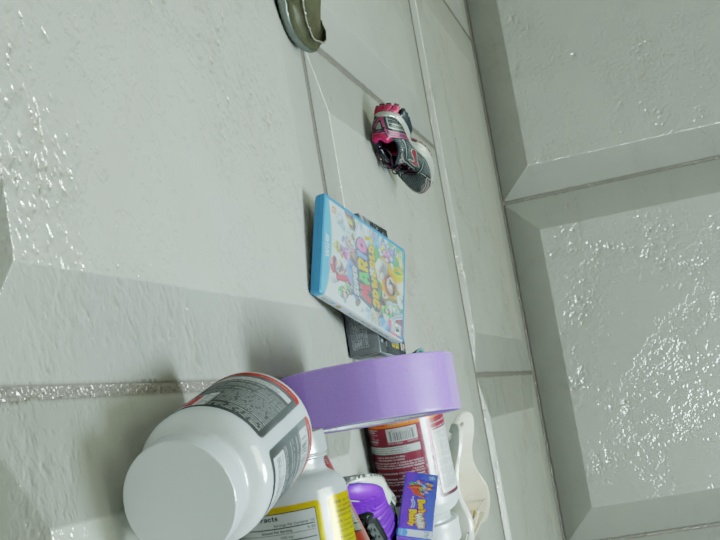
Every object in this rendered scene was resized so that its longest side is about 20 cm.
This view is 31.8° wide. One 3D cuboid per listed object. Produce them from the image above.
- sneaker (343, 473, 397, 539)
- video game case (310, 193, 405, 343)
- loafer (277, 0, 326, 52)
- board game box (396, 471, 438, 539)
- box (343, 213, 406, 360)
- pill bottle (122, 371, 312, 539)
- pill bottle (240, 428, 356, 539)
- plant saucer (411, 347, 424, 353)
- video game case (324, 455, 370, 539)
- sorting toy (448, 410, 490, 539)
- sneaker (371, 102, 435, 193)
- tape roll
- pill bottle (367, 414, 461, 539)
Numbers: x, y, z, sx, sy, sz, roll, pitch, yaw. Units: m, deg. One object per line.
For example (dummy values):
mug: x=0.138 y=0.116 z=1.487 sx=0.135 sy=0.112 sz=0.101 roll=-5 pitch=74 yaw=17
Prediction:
sneaker: x=0.006 y=0.311 z=1.535 sx=0.200 sy=0.069 sz=0.101 roll=51 pitch=33 yaw=-61
video game case: x=0.000 y=0.000 z=1.717 sx=0.199 sy=0.018 sz=0.145 roll=33 pitch=51 yaw=-47
loafer: x=-0.081 y=-0.388 z=1.740 sx=0.076 sy=0.069 sz=0.201 roll=-88 pitch=161 yaw=-44
board game box: x=0.068 y=0.386 z=1.644 sx=0.135 sy=0.044 sz=0.202 roll=-75 pitch=169 yaw=-62
box: x=0.013 y=0.030 z=1.829 sx=0.158 sy=0.048 sz=0.202 roll=28 pitch=52 yaw=-73
pill bottle: x=-0.118 y=0.161 z=1.059 sx=0.200 sy=0.115 sz=0.117 roll=-32 pitch=109 yaw=-75
pill bottle: x=-0.060 y=0.259 z=1.218 sx=0.112 sy=0.111 sz=0.202 roll=9 pitch=71 yaw=-75
plant saucer: x=0.076 y=0.219 z=1.912 sx=0.200 sy=0.036 sz=0.203 roll=-2 pitch=90 yaw=-77
video game case: x=-0.015 y=0.302 z=1.314 sx=0.200 sy=0.017 sz=0.144 roll=-125 pitch=-150 yaw=-55
sorting toy: x=0.140 y=0.307 z=1.884 sx=0.200 sy=0.106 sz=0.182 roll=-20 pitch=120 yaw=-77
sneaker: x=0.066 y=-0.198 z=2.189 sx=0.200 sy=0.080 sz=0.075 roll=53 pitch=42 yaw=-45
tape roll: x=0.010 y=0.140 z=1.412 sx=0.200 sy=0.198 sz=0.066 roll=24 pitch=55 yaw=-73
pill bottle: x=0.076 y=0.280 z=1.756 sx=0.110 sy=0.108 sz=0.202 roll=-21 pitch=100 yaw=-76
